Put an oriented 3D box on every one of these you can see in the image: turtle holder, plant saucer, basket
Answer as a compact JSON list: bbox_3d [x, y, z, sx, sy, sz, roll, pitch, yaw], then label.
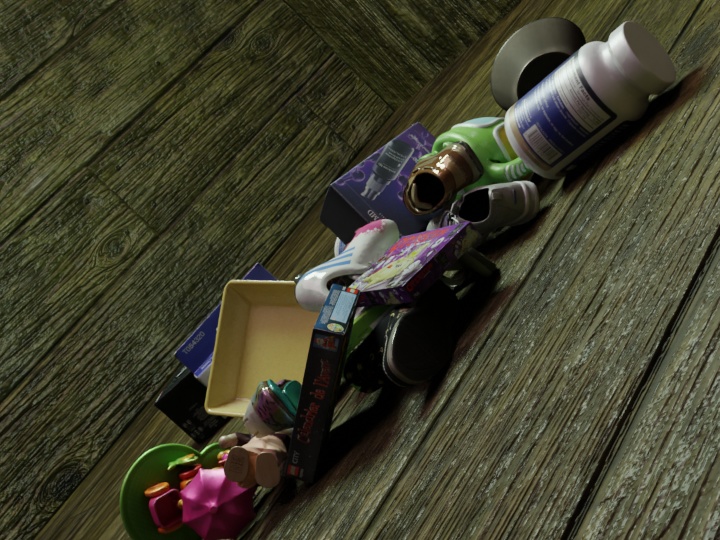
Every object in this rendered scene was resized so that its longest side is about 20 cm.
[{"bbox_3d":[0.183,-0.160,1.523,0.132,0.141,0.186,-34,-11,-22],"label":"turtle holder"},{"bbox_3d":[-0.118,0.118,1.550,0.199,0.048,0.201,1,76,31],"label":"plant saucer"},{"bbox_3d":[0.293,-0.306,1.702,0.180,0.136,0.200,-46,12,15],"label":"basket"}]

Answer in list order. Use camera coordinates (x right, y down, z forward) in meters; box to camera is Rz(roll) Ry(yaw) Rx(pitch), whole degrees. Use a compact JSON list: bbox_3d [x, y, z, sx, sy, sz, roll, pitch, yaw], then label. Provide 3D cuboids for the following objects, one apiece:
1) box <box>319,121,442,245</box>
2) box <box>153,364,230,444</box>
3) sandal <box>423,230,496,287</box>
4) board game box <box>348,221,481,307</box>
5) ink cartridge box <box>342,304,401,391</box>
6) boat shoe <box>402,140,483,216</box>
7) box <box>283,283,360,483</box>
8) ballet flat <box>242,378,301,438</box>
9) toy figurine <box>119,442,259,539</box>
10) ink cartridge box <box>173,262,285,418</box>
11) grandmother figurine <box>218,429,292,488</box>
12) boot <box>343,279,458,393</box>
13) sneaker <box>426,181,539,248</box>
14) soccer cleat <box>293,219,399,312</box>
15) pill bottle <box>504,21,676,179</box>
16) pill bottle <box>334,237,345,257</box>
[{"bbox_3d":[0.061,-0.105,1.648,0.200,0.148,0.104,-39,-14,-28],"label":"box"},{"bbox_3d":[-0.284,0.211,2.120,0.148,0.124,0.200,-41,12,29],"label":"box"},{"bbox_3d":[0.114,-0.009,1.403,0.057,0.080,0.201,-61,10,-1],"label":"sandal"},{"bbox_3d":[0.058,-0.004,1.328,0.120,0.032,0.200,-39,10,-20],"label":"board game box"},{"bbox_3d":[0.038,0.053,1.475,0.148,0.076,0.200,-43,8,24],"label":"ink cartridge box"},{"bbox_3d":[0.095,-0.117,1.484,0.074,0.076,0.200,-38,-2,-22],"label":"boat shoe"},{"bbox_3d":[-0.045,0.134,1.299,0.137,0.038,0.201,-71,-7,-67],"label":"box"},{"bbox_3d":[-0.111,0.176,1.362,0.071,0.069,0.200,-36,-5,2],"label":"ballet flat"},{"bbox_3d":[-0.188,0.294,1.420,0.200,0.151,0.184,-23,7,-37],"label":"toy figurine"},{"bbox_3d":[-0.146,0.120,1.627,0.196,0.200,0.043,-49,-3,-10],"label":"ink cartridge box"},{"bbox_3d":[-0.123,0.231,1.392,0.200,0.121,0.061,-15,-58,-81],"label":"grandmother figurine"},{"bbox_3d":[0.038,0.105,1.273,0.154,0.073,0.204,-46,8,31],"label":"boot"},{"bbox_3d":[0.143,-0.079,1.428,0.200,0.082,0.075,-28,62,51],"label":"sneaker"},{"bbox_3d":[0.000,0.000,1.473,0.086,0.070,0.200,19,45,42],"label":"soccer cleat"},{"bbox_3d":[0.286,-0.213,1.352,0.200,0.116,0.116,-38,12,38],"label":"pill bottle"},{"bbox_3d":[0.028,-0.035,1.787,0.111,0.111,0.200,-48,9,-9],"label":"pill bottle"}]
